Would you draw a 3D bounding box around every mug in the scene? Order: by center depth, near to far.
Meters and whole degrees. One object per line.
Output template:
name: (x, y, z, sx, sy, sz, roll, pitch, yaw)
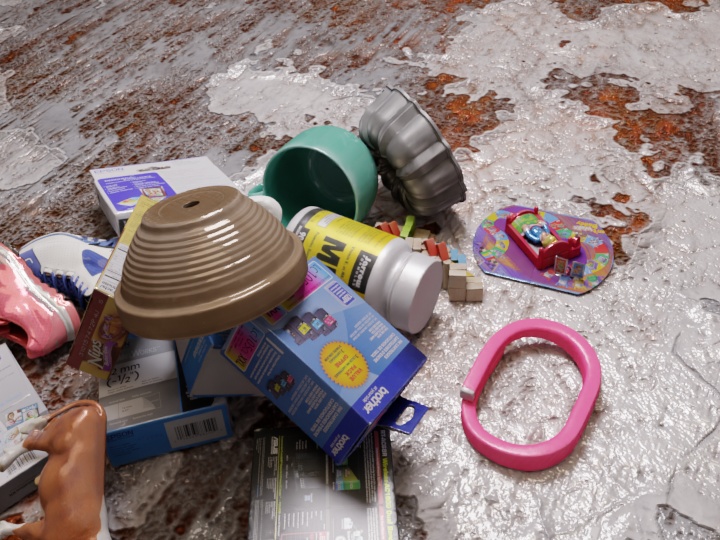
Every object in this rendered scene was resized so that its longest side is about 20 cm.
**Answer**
mug: (-0.063, -0.135, 1.080, 0.182, 0.154, 0.115, 25, 38, 12)

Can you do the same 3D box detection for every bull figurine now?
bull figurine: (-0.300, 0.235, 0.751, 0.118, 0.065, 0.205, -7, 65, 7)

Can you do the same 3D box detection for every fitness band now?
fitness band: (0.197, 0.137, 0.864, 0.141, 0.038, 0.201, 20, 50, 24)

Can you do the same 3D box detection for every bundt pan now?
bundt pan: (0.065, -0.160, 1.083, 0.075, 0.203, 0.202, -36, 49, -7)

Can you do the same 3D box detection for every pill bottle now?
pill bottle: (0.000, 0.000, 0.966, 0.196, 0.116, 0.115, 21, 48, 25)

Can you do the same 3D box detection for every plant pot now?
plant pot: (-0.155, -0.023, 0.744, 0.195, 0.095, 0.202, -9, 25, 4)

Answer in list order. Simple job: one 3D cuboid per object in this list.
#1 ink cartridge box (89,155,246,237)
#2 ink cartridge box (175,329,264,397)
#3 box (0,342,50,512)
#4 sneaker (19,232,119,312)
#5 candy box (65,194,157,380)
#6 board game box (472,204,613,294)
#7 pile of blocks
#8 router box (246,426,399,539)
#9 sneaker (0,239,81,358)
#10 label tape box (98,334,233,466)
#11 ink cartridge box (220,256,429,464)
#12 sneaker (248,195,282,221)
ink cartridge box: (-0.290, -0.115, 1.126, 0.194, 0.044, 0.200, -11, 30, -26)
ink cartridge box: (-0.145, 0.044, 0.882, 0.142, 0.085, 0.202, 5, 39, -33)
box: (-0.437, 0.189, 0.856, 0.154, 0.042, 0.199, -32, 51, -27)
sneaker: (-0.371, 0.013, 1.007, 0.194, 0.082, 0.117, -4, 41, -2)
candy box: (-0.277, 0.015, 0.883, 0.055, 0.118, 0.202, 24, 32, -14)
board game box: (0.257, -0.049, 1.050, 0.195, 0.040, 0.159, 14, 46, 18)
pile of blocks: (0.095, -0.032, 1.031, 0.198, 0.063, 0.082, 30, 53, 31)
router box: (-0.035, 0.251, 0.742, 0.146, 0.063, 0.203, -4, 43, 0)
sneaker: (-0.453, 0.034, 0.956, 0.198, 0.074, 0.087, 36, 47, 9)
label tape box: (-0.237, 0.118, 0.898, 0.140, 0.067, 0.202, -12, 45, -9)
ink cartridge box: (-0.023, 0.097, 0.770, 0.199, 0.077, 0.136, 42, 38, 8)
sneaker: (-0.179, -0.054, 1.015, 0.197, 0.077, 0.081, -26, 20, 30)
